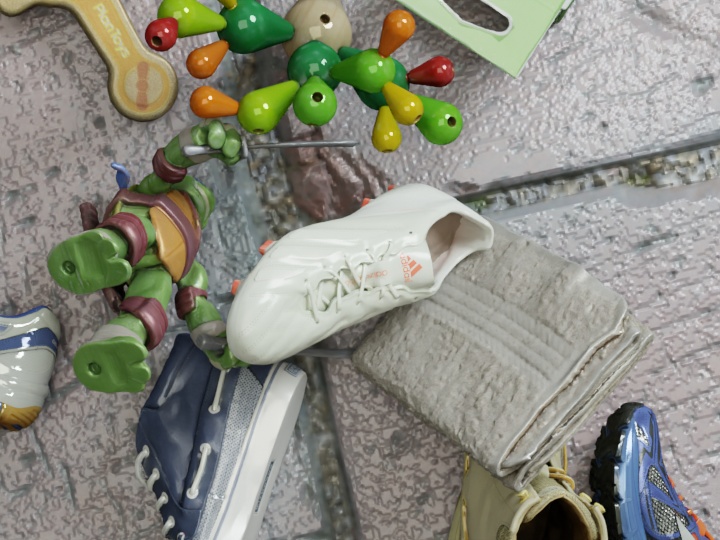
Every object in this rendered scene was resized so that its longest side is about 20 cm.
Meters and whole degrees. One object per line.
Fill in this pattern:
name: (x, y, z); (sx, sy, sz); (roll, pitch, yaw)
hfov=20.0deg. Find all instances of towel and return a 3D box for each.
towel: (0.081, 0.045, 1.248); (0.133, 0.200, 0.034); (-48, 125, -7)

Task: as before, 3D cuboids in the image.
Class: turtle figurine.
turtle figurine: (-0.092, -0.010, 1.237); (0.199, 0.194, 0.144); (29, 121, 7)

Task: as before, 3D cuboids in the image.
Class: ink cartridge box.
ink cartridge box: (0.113, -0.229, 1.317); (0.104, 0.059, 0.200); (34, 89, 2)

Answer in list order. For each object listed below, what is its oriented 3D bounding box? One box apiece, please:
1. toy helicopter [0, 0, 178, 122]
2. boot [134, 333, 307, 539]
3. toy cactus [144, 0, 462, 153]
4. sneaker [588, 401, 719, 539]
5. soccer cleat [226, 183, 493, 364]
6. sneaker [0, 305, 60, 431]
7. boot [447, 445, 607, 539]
toy helicopter: (-0.172, -0.191, 1.325); (0.132, 0.079, 0.200); (-32, 98, -10)
boot: (-0.108, 0.144, 1.306); (0.090, 0.073, 0.201); (18, 80, 9)
toy cactus: (-0.030, -0.141, 1.262); (0.199, 0.165, 0.103); (11, 117, -5)
sneaker: (0.197, 0.179, 1.300); (0.078, 0.075, 0.201); (-14, 95, -9)
soccer cleat: (0.000, 0.000, 1.236); (0.077, 0.200, 0.070); (18, 126, 36)
sneaker: (-0.289, 0.031, 1.314); (0.199, 0.075, 0.088); (21, 76, -5)
boot: (0.106, 0.118, 1.250); (0.072, 0.155, 0.201); (12, 89, -11)
